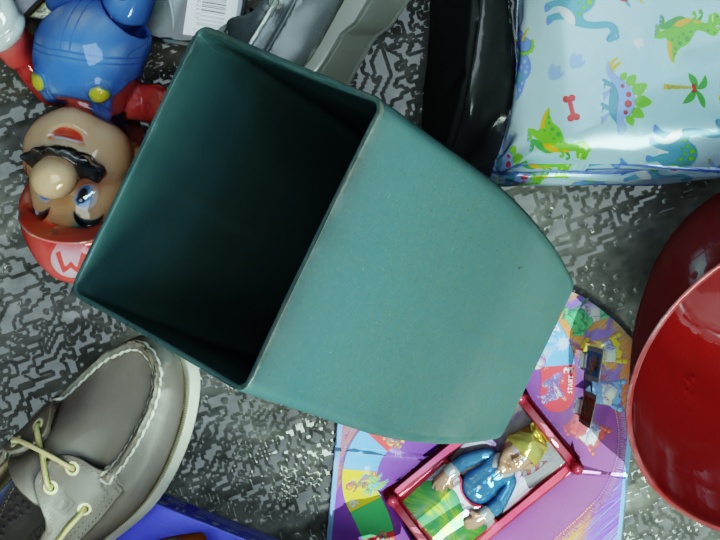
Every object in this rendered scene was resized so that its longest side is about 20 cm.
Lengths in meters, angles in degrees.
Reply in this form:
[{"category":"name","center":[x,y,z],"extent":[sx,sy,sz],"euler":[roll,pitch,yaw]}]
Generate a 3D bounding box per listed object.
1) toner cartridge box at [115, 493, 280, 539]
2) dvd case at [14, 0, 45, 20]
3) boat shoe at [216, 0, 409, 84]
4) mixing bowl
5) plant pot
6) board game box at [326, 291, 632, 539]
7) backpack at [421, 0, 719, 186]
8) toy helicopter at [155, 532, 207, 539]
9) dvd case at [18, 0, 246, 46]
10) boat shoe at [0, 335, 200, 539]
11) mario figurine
[{"category":"toner cartridge box","center":[-0.050,0.188,1.313],"extent":[0.199,0.043,0.096],"euler":[22,93,4]},{"category":"dvd case","center":[-0.207,-0.197,1.295],"extent":[0.200,0.016,0.149],"euler":[-45,93,1]},{"category":"boat shoe","center":[-0.040,-0.112,1.301],"extent":[0.062,0.073,0.200],"euler":[41,100,18]},{"category":"mixing bowl","center":[0.218,0.024,1.274],"extent":[0.198,0.109,0.201],"euler":[-5,127,-7]},{"category":"plant pot","center":[0.000,0.000,1.222],"extent":[0.199,0.141,0.142],"euler":[26,90,-44]},{"category":"board game box","center":[0.065,0.101,1.324],"extent":[0.157,0.039,0.202],"euler":[6,92,-2]},{"category":"backpack","center":[0.143,-0.112,1.278],"extent":[0.198,0.154,0.165],"euler":[7,93,-16]},{"category":"toy helicopter","center":[-0.030,0.160,1.224],"extent":[0.198,0.132,0.080],"euler":[-12,89,4]},{"category":"dvd case","center":[-0.150,-0.198,1.315],"extent":[0.198,0.022,0.147],"euler":[8,92,-1]},{"category":"boat shoe","center":[-0.153,0.108,1.271],"extent":[0.200,0.059,0.072],"euler":[-50,58,25]},{"category":"mario figurine","center":[-0.137,-0.090,1.255],"extent":[0.105,0.123,0.202],"euler":[-5,107,-34]}]
